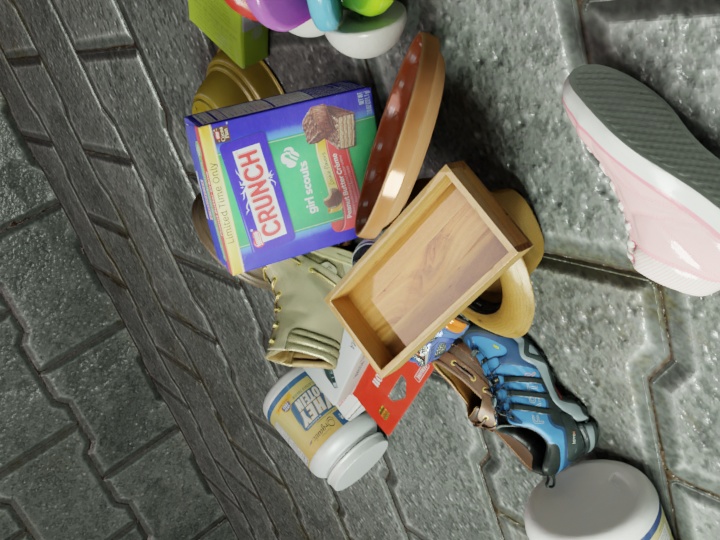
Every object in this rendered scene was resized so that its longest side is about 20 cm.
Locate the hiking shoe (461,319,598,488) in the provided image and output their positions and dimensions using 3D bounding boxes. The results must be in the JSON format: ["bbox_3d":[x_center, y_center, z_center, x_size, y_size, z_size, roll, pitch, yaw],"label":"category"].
[{"bbox_3d":[0.177,0.139,0.880,0.200,0.087,0.074,49,153,17],"label":"hiking shoe"}]

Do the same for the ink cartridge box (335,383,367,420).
[{"bbox_3d":[-0.034,0.121,1.231,0.200,0.085,0.146,53,154,12],"label":"ink cartridge box"}]

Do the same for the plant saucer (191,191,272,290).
[{"bbox_3d":[-0.156,-0.056,1.155,0.029,0.200,0.200,-44,78,30],"label":"plant saucer"}]

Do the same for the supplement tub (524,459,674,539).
[{"bbox_3d":[0.277,0.326,0.854,0.144,0.144,0.200,5,123,58],"label":"supplement tub"}]

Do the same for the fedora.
[{"bbox_3d":[0.126,-0.026,0.789,0.201,0.082,0.201,46,161,21],"label":"fedora"}]

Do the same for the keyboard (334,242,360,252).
[{"bbox_3d":[0.000,0.000,1.045,0.200,0.021,0.127,1,143,47],"label":"keyboard"}]

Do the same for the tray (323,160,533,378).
[{"bbox_3d":[0.056,0.004,0.721,0.099,0.037,0.200,53,126,14],"label":"tray"}]

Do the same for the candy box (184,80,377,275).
[{"bbox_3d":[-0.078,-0.108,0.876,0.077,0.200,0.170,-143,39,-61],"label":"candy box"}]

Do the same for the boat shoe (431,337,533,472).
[{"bbox_3d":[0.161,0.170,0.965,0.200,0.068,0.072,54,154,6],"label":"boat shoe"}]

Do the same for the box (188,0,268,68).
[{"bbox_3d":[-0.165,-0.364,0.953,0.122,0.048,0.200,45,152,21],"label":"box"}]

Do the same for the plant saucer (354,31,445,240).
[{"bbox_3d":[0.039,-0.125,0.744,0.032,0.201,0.200,16,152,-7],"label":"plant saucer"}]

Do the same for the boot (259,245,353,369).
[{"bbox_3d":[-0.102,0.035,0.980,0.199,0.156,0.073,14,159,9],"label":"boot"}]

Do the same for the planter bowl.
[{"bbox_3d":[-0.180,-0.215,1.106,0.200,0.083,0.201,40,149,31],"label":"planter bowl"}]

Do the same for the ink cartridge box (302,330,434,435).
[{"bbox_3d":[0.000,0.127,1.072,0.174,0.043,0.200,48,142,20],"label":"ink cartridge box"}]

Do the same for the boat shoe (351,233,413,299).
[{"bbox_3d":[0.026,0.008,0.853,0.072,0.068,0.200,60,161,-17],"label":"boat shoe"}]

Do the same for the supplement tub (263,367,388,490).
[{"bbox_3d":[-0.062,0.272,1.379,0.200,0.145,0.145,44,151,23],"label":"supplement tub"}]

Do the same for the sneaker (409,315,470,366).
[{"bbox_3d":[0.072,0.070,0.935,0.075,0.078,0.200,39,179,3],"label":"sneaker"}]

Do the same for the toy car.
[{"bbox_3d":[-0.056,-0.287,0.733,0.200,0.150,0.175,34,146,39],"label":"toy car"}]

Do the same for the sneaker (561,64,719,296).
[{"bbox_3d":[0.217,-0.061,0.598,0.200,0.075,0.105,45,147,14],"label":"sneaker"}]

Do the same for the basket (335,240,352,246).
[{"bbox_3d":[-0.092,-0.080,1.033,0.149,0.143,0.200,51,151,8],"label":"basket"}]
